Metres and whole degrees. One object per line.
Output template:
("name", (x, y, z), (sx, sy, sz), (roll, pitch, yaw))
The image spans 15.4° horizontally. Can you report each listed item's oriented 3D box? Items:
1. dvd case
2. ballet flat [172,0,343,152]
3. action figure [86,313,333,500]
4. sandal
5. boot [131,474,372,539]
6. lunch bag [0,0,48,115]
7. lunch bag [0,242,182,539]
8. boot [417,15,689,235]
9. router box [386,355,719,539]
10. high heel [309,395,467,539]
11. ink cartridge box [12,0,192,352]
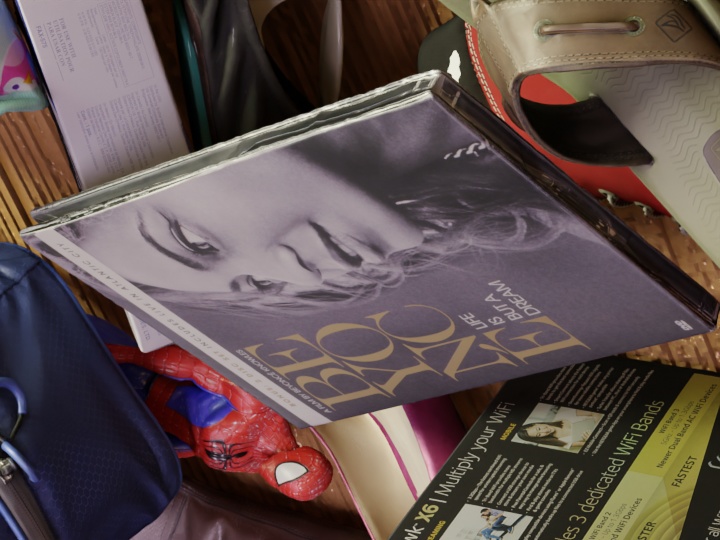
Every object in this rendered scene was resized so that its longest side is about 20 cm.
("dvd case", (0.000, 0.000, 0.914), (0.200, 0.016, 0.149), (-15, 139, 42))
("ballet flat", (-0.046, -0.107, 0.949), (0.068, 0.068, 0.200), (-19, 133, -3))
("action figure", (-0.098, 0.046, 1.104), (0.200, 0.052, 0.066), (23, 140, 19))
("sandal", (0.080, -0.061, 0.820), (0.201, 0.057, 0.080), (45, 137, 12))
("boot", (-0.052, 0.172, 1.179), (0.200, 0.064, 0.187), (17, 130, 16))
("lunch bag", (-0.205, -0.120, 0.980), (0.171, 0.122, 0.200), (67, 168, -12))
("lunch bag", (-0.180, 0.086, 1.069), (0.200, 0.132, 0.136), (-22, 105, 50))
("boot", (0.112, -0.028, 0.904), (0.200, 0.072, 0.144), (50, 136, 1))
("router box", (0.093, 0.111, 0.930), (0.157, 0.200, 0.052), (11, 128, 28))
("high heel", (-0.003, 0.071, 1.036), (0.200, 0.096, 0.067), (43, 138, -4))
("ink cartridge box", (-0.097, -0.077, 0.973), (0.044, 0.094, 0.200), (-20, 127, -6))
